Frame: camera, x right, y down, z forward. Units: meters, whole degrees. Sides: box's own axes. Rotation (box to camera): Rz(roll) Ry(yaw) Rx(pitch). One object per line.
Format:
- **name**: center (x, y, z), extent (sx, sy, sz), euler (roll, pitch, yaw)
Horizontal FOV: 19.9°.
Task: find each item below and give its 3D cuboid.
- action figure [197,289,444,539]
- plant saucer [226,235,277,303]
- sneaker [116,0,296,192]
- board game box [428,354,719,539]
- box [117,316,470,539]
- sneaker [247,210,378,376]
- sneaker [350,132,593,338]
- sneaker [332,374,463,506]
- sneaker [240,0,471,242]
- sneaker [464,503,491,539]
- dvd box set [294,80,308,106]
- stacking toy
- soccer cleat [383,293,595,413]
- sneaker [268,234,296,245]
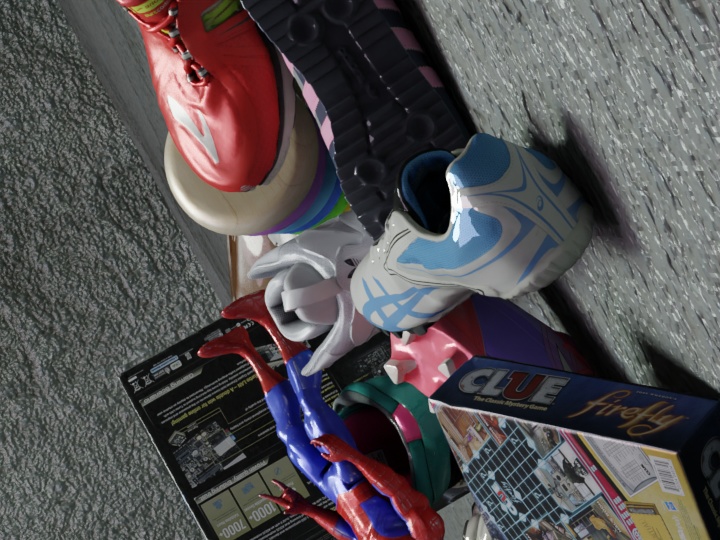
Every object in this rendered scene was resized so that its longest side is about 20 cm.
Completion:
- **action figure**: center (-0.014, 0.105, 1.092), extent (0.200, 0.052, 0.065), euler (50, 135, 15)
- **plant saucer**: center (-0.076, -0.049, 1.424), extent (0.200, 0.032, 0.201), euler (177, 90, -84)
- **sneaker**: center (-0.090, -0.128, 0.985), extent (0.085, 0.077, 0.201), euler (-39, -62, -60)
- **board game box**: center (0.121, 0.132, 0.887), extent (0.135, 0.035, 0.200), euler (9, 133, 44)
- **box**: center (-0.028, 0.097, 1.320), extent (0.164, 0.200, 0.086), euler (57, 172, 24)
- **sneaker**: center (0.000, 0.000, 1.108), extent (0.075, 0.115, 0.200), euler (61, 172, 3)
- **sneaker**: center (0.037, -0.019, 0.896), extent (0.073, 0.072, 0.200), euler (49, 160, -6)
- **sneaker**: center (0.042, 0.095, 1.158), extent (0.084, 0.121, 0.200), euler (58, 172, 19)
- **sneaker**: center (0.005, -0.095, 0.986), extent (0.082, 0.070, 0.200), euler (-82, -33, -66)
- **sneaker**: center (0.129, 0.194, 1.088), extent (0.085, 0.077, 0.200), euler (-7, 134, 41)
- **dvd box set**: center (-0.045, -0.153, 1.167), extent (0.147, 0.029, 0.200), euler (62, 172, -8)
- **stacking toy**: center (-0.034, -0.054, 1.153), extent (0.086, 0.085, 0.200), euler (59, -167, 14)
- **soccer cleat**: center (0.099, 0.071, 0.963), extent (0.200, 0.076, 0.067), euler (39, 143, 21)
- **sneaker**: center (-0.056, -0.059, 1.299), extent (0.075, 0.082, 0.200), euler (5, -128, -49)
